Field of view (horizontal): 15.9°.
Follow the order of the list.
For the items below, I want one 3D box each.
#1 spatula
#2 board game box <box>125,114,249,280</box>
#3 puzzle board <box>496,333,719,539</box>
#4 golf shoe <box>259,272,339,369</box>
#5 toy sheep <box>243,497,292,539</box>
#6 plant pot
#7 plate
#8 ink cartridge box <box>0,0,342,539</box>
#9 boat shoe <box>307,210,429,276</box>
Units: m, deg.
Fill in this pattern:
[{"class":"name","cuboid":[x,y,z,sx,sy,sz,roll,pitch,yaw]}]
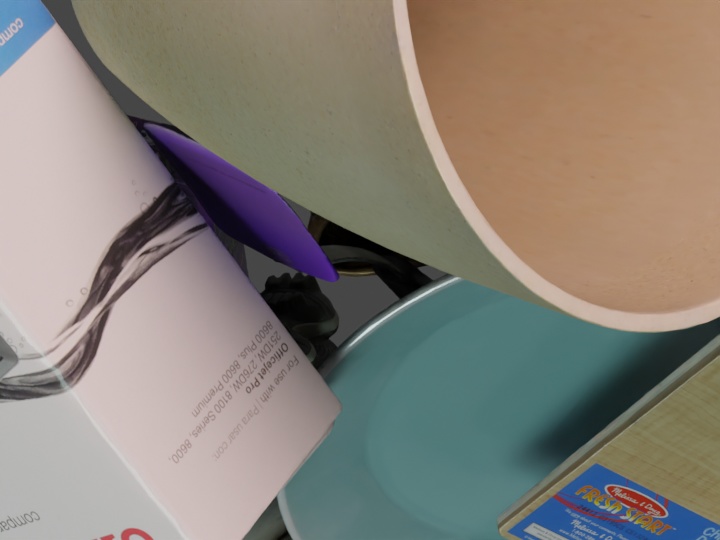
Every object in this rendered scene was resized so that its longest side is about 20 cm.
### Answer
[{"class":"spatula","cuboid":[0.000,0.000,0.834,0.056,0.021,0.200,25,177,36]},{"class":"board game box","cuboid":[-0.144,-0.033,1.013,0.198,0.032,0.120,14,147,9]},{"class":"puzzle board","cuboid":[0.167,0.079,0.878,0.199,0.017,0.151,27,129,-29]},{"class":"golf shoe","cuboid":[-0.092,0.055,1.002,0.199,0.077,0.089,0,120,33]},{"class":"toy sheep","cuboid":[-0.043,0.115,1.096,0.200,0.138,0.138,43,162,27]},{"class":"plant pot","cuboid":[0.014,-0.088,0.699,0.199,0.188,0.187,8,154,49]},{"class":"plate","cuboid":[0.068,0.051,0.866,0.198,0.026,0.201,-7,138,-6]},{"class":"ink cartridge box","cuboid":[-0.123,0.008,0.800,0.144,0.084,0.200,-21,112,46]},{"class":"boat shoe","cuboid":[0.053,-0.041,0.836,0.075,0.074,0.199,33,149,-25]}]
